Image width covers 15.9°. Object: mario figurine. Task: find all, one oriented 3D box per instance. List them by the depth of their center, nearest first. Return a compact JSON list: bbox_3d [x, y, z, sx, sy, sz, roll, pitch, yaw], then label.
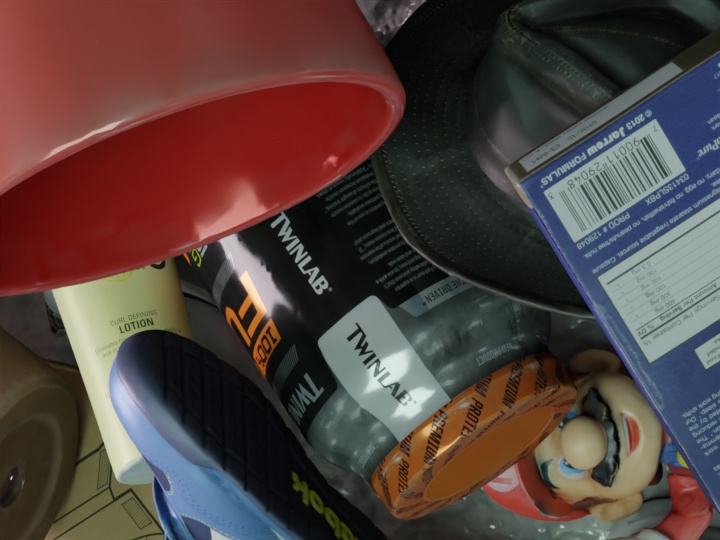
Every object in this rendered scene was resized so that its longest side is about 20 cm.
[{"bbox_3d":[0.144,0.071,1.135,0.199,0.124,0.106,-12,137,18],"label":"mario figurine"}]

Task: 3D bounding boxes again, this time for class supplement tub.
[{"bbox_3d":[0.000,0.000,1.116,0.123,0.122,0.200,-46,68,29],"label":"supplement tub"}]

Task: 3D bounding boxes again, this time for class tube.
[{"bbox_3d":[-0.114,-0.004,1.160,0.052,0.058,0.201,-31,67,33],"label":"tube"}]

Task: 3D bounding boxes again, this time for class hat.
[{"bbox_3d":[0.102,-0.072,1.046,0.200,0.201,0.081,20,152,10],"label":"hat"}]

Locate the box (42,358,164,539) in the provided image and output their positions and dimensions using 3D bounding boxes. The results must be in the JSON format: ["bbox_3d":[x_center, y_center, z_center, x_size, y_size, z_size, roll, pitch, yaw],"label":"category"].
[{"bbox_3d":[-0.121,0.132,1.227,0.200,0.021,0.164,9,95,48],"label":"box"}]

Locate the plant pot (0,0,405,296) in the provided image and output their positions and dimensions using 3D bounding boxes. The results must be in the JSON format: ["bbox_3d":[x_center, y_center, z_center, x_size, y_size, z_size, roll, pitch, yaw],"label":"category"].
[{"bbox_3d":[-0.104,-0.108,0.996,0.200,0.200,0.178,-28,76,27],"label":"plant pot"}]

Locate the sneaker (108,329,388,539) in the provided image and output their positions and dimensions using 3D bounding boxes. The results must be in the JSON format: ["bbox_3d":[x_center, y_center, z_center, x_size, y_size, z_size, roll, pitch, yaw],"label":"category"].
[{"bbox_3d":[-0.055,0.110,1.093,0.082,0.074,0.200,-25,121,19],"label":"sneaker"}]

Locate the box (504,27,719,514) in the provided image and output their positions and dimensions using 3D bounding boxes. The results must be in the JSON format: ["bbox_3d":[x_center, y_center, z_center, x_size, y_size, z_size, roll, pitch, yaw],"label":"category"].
[{"bbox_3d":[0.157,0.011,1.009,0.121,0.032,0.200,-33,108,1],"label":"box"}]

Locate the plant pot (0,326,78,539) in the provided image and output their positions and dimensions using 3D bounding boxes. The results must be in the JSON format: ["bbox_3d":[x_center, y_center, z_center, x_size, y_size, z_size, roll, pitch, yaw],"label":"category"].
[{"bbox_3d":[-0.234,0.073,1.206,0.174,0.200,0.201,20,119,22],"label":"plant pot"}]

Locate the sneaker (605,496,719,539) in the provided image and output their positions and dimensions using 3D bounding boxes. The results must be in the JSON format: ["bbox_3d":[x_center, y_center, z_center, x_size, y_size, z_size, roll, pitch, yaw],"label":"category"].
[{"bbox_3d":[0.200,0.148,1.164,0.199,0.092,0.076,-9,110,23],"label":"sneaker"}]

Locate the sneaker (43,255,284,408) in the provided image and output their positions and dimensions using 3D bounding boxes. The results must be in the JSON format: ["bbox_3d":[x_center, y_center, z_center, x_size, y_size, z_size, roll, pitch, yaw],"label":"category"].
[{"bbox_3d":[-0.059,0.029,1.221,0.200,0.076,0.081,24,126,16],"label":"sneaker"}]
